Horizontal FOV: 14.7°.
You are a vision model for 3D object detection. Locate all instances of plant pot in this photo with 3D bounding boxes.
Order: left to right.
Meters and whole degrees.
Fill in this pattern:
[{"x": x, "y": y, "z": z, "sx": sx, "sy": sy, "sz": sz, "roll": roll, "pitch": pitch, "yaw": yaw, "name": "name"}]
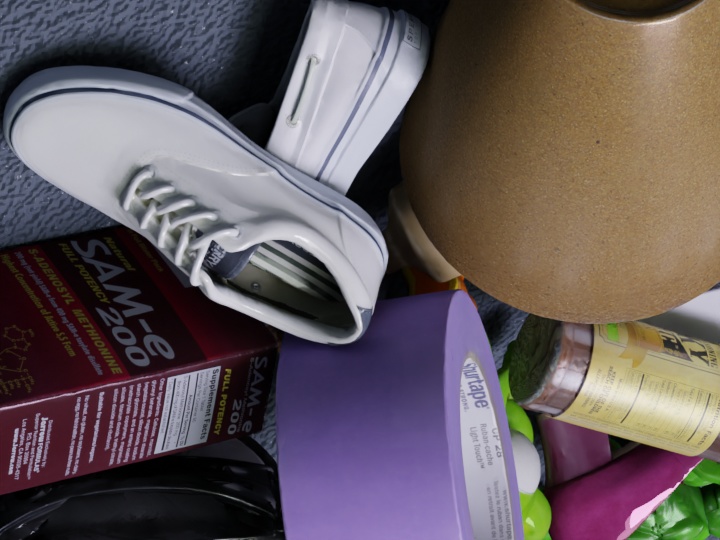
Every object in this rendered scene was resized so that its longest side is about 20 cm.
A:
[{"x": 0.112, "y": -0.101, "z": 1.286, "sx": 0.186, "sy": 0.187, "sz": 0.200, "roll": -28, "pitch": 157, "yaw": -13, "name": "plant pot"}]

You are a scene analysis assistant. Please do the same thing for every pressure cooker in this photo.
[{"x": -0.114, "y": 0.168, "z": 1.431, "sx": 0.176, "sy": 0.178, "sz": 0.201, "roll": -36, "pitch": 145, "yaw": -32, "name": "pressure cooker"}]

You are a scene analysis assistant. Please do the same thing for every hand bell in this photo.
[{"x": 0.000, "y": 0.000, "z": 1.438, "sx": 0.200, "sy": 0.104, "sz": 0.104, "roll": -30, "pitch": 142, "yaw": 9, "name": "hand bell"}]

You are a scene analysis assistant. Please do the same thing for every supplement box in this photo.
[{"x": -0.152, "y": 0.043, "z": 1.326, "sx": 0.199, "sy": 0.109, "sz": 0.061, "roll": -12, "pitch": 133, "yaw": -30, "name": "supplement box"}]

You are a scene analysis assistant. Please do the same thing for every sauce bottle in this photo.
[{"x": 0.179, "y": 0.069, "z": 1.519, "sx": 0.199, "sy": 0.065, "sz": 0.065, "roll": 16, "pitch": 119, "yaw": -23, "name": "sauce bottle"}]

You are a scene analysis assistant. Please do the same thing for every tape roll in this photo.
[{"x": 0.023, "y": 0.113, "z": 1.366, "sx": 0.085, "sy": 0.201, "sz": 0.200, "roll": -9, "pitch": 142, "yaw": 10, "name": "tape roll"}]

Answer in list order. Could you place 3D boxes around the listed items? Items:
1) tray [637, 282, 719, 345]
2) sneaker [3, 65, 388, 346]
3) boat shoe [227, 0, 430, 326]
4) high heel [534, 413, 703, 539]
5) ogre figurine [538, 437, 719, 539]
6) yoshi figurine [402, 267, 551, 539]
[{"x": 0.197, "y": 0.026, "z": 1.518, "sx": 0.107, "sy": 0.022, "sz": 0.200, "roll": 21, "pitch": 160, "yaw": -29, "name": "tray"}, {"x": -0.073, "y": -0.030, "z": 1.291, "sx": 0.199, "sy": 0.071, "sz": 0.073, "roll": 24, "pitch": 120, "yaw": -17, "name": "sneaker"}, {"x": -0.038, "y": -0.057, "z": 1.362, "sx": 0.067, "sy": 0.074, "sz": 0.200, "roll": 22, "pitch": 122, "yaw": -14, "name": "boat shoe"}, {"x": 0.202, "y": 0.112, "z": 1.595, "sx": 0.199, "sy": 0.097, "sz": 0.067, "roll": -11, "pitch": 174, "yaw": 6, "name": "high heel"}, {"x": 0.177, "y": 0.135, "z": 1.680, "sx": 0.199, "sy": 0.098, "sz": 0.120, "roll": -28, "pitch": 151, "yaw": -1, "name": "ogre figurine"}, {"x": 0.047, "y": 0.072, "z": 1.544, "sx": 0.112, "sy": 0.112, "sz": 0.200, "roll": -60, "pitch": 138, "yaw": -33, "name": "yoshi figurine"}]
